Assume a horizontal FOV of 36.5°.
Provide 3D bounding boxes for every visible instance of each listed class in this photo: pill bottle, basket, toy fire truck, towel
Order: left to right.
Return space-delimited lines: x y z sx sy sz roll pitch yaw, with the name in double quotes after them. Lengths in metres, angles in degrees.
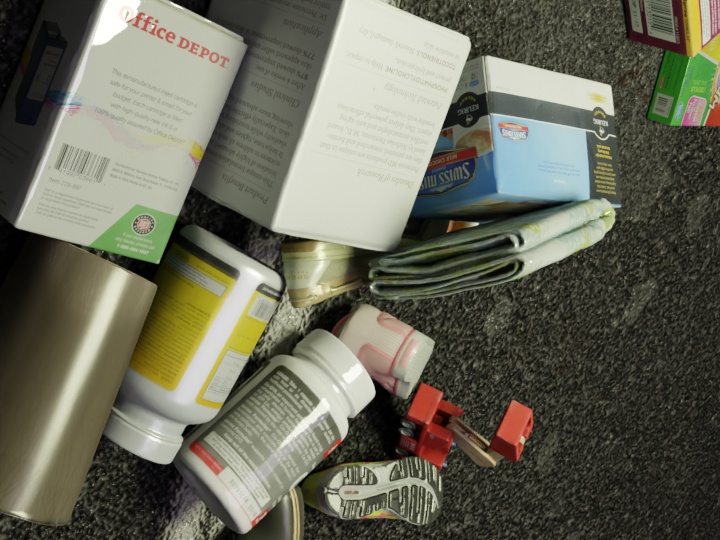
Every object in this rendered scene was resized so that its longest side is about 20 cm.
-0.257 0.081 0.883 0.135 0.180 0.201 27 81 -23 "basket"
-0.159 0.068 0.994 0.112 0.112 0.201 30 89 -49 "pill bottle"
-0.085 0.161 1.118 0.200 0.114 0.114 -41 135 -21 "pill bottle"
0.116 0.193 1.271 0.049 0.140 0.200 -60 169 -28 "toy fire truck"
0.121 -0.018 1.003 0.200 0.170 0.048 -21 98 -53 "towel"

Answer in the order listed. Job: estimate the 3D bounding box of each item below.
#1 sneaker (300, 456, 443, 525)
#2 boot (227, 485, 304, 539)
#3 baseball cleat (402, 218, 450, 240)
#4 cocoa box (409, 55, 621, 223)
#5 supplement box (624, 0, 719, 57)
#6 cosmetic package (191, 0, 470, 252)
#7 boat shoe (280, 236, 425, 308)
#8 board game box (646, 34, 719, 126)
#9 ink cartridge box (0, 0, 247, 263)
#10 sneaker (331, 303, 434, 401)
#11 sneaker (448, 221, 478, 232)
0.014 0.258 1.294 0.199 0.090 0.079 14 73 -38 "sneaker"
-0.142 0.319 1.163 0.138 0.077 0.201 1 110 -54 "boot"
0.039 -0.083 1.120 0.070 0.106 0.201 -86 172 -47 "baseball cleat"
0.147 -0.120 1.086 0.199 0.133 0.132 2 81 -42 "cocoa box"
0.420 -0.378 1.336 0.200 0.103 0.131 -41 135 -21 "supplement box"
-0.041 -0.145 0.954 0.166 0.167 0.201 7 107 -48 "cosmetic package"
0.002 0.000 1.044 0.200 0.073 0.064 -2 90 -54 "boat shoe"
0.485 -0.277 1.504 0.199 0.040 0.154 -7 116 -43 "board game box"
-0.198 -0.124 0.870 0.145 0.087 0.201 16 101 -48 "ink cartridge box"
0.023 0.088 1.230 0.076 0.104 0.200 -63 169 -10 "sneaker"
0.094 -0.106 1.175 0.076 0.081 0.201 -27 123 -31 "sneaker"
